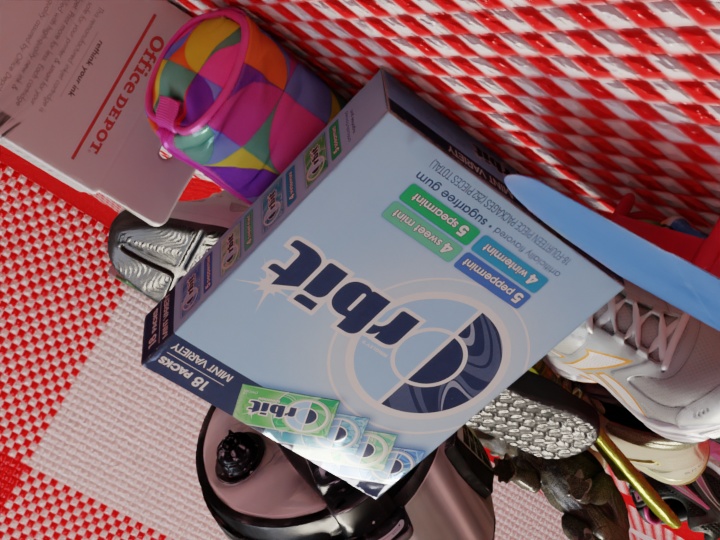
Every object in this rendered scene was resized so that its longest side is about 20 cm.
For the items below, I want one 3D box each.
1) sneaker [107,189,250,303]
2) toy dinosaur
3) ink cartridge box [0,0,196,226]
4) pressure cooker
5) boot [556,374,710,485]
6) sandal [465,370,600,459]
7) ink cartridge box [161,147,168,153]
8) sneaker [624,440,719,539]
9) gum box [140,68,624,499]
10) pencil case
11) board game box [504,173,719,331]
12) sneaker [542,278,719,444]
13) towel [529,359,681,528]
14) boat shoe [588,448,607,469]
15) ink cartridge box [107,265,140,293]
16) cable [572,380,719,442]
[{"bbox_3d":[-0.067,-0.030,0.896,0.198,0.076,0.116,11,-136,-27],"label":"sneaker"},{"bbox_3d":[0.154,0.157,1.003,0.200,0.077,0.102,44,-167,26],"label":"toy dinosaur"},{"bbox_3d":[-0.176,-0.122,0.803,0.199,0.117,0.067,33,172,-20],"label":"ink cartridge box"},{"bbox_3d":[-0.013,0.137,0.944,0.174,0.180,0.201,-1,138,30],"label":"pressure cooker"},{"bbox_3d":[0.173,0.091,1.083,0.198,0.073,0.155,26,171,19],"label":"boot"},{"bbox_3d":[0.067,0.060,0.864,0.199,0.046,0.075,29,138,-32],"label":"sandal"},{"bbox_3d":[-0.172,-0.134,1.051,0.199,0.051,0.162,24,177,-36],"label":"ink cartridge box"},{"bbox_3d":[0.262,0.180,1.272,0.080,0.087,0.199,35,172,-29],"label":"sneaker"},{"bbox_3d":[0.010,0.017,0.753,0.169,0.200,0.045,32,-152,-27],"label":"gum box"},{"bbox_3d":[-0.028,-0.058,0.782,0.200,0.089,0.088,38,169,-39],"label":"pencil case"},{"bbox_3d":[0.158,-0.004,0.621,0.199,0.039,0.158,32,180,26],"label":"board game box"},{"bbox_3d":[0.143,0.033,0.796,0.092,0.076,0.199,39,168,-30],"label":"sneaker"},{"bbox_3d":[0.140,0.094,0.947,0.200,0.018,0.086,48,-176,-24],"label":"towel"},{"bbox_3d":[0.142,0.093,1.218,0.201,0.076,0.072,51,154,4],"label":"boat shoe"},{"bbox_3d":[-0.392,0.027,2.860,0.199,0.085,0.146,33,173,-26],"label":"ink cartridge box"},{"bbox_3d":[0.226,0.083,0.907,0.198,0.051,0.163,18,175,27],"label":"cable"}]
